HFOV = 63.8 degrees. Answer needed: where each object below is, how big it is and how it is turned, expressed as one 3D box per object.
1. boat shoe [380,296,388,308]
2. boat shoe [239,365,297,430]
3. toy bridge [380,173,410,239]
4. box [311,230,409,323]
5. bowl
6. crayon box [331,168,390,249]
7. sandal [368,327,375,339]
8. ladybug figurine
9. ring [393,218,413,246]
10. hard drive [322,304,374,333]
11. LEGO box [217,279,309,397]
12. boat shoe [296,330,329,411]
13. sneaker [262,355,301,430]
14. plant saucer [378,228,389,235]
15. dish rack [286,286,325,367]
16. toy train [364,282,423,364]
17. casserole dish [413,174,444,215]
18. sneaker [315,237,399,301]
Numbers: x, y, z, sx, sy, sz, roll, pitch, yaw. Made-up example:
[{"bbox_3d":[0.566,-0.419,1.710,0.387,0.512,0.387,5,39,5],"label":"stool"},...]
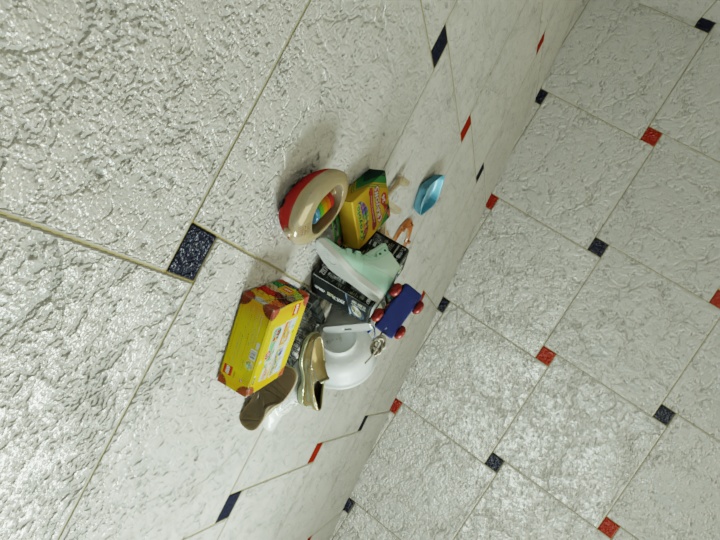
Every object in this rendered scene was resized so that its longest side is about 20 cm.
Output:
[{"bbox_3d":[0.066,0.041,1.703,0.201,0.064,0.074,87,18,-47],"label":"boat shoe"},{"bbox_3d":[-0.208,0.288,1.348,0.201,0.072,0.065,-52,175,21],"label":"boat shoe"},{"bbox_3d":[0.086,-0.179,1.619,0.067,0.027,0.202,28,73,-41],"label":"toy bridge"},{"bbox_3d":[0.000,0.000,1.423,0.201,0.163,0.086,-55,168,-30],"label":"box"},{"bbox_3d":[-0.055,0.195,1.491,0.202,0.200,0.091,-52,157,-34],"label":"bowl"},{"bbox_3d":[0.002,-0.141,1.374,0.200,0.050,0.128,-48,140,-43],"label":"crayon box"},{"bbox_3d":[0.001,0.154,1.692,0.200,0.079,0.088,-107,177,-73],"label":"sandal"},{"bbox_3d":[-0.095,-0.129,1.118,0.200,0.071,0.137,-48,157,-45],"label":"ladybug figurine"},{"bbox_3d":[0.136,-0.082,1.977,0.201,0.019,0.201,-56,162,-29],"label":"ring"},{"bbox_3d":[-0.010,0.079,1.496,0.201,0.130,0.026,-70,145,-47],"label":"hard drive"},{"bbox_3d":[-0.197,0.135,1.182,0.149,0.077,0.202,-22,135,-66],"label":"LEGO box"},{"bbox_3d":[-0.104,0.245,1.393,0.071,0.076,0.202,-22,124,-45],"label":"boat shoe"},{"bbox_3d":[-0.188,0.319,1.460,0.202,0.086,0.074,-65,164,6],"label":"sneaker"},{"bbox_3d":[0.022,-0.032,1.674,0.201,0.037,0.201,-54,160,-31],"label":"plant saucer"},{"bbox_3d":[-0.156,0.155,1.382,0.201,0.054,0.154,-56,160,-19],"label":"dish rack"},{"bbox_3d":[0.053,0.119,1.345,0.201,0.084,0.116,-53,-167,-3],"label":"toy train"},{"bbox_3d":[0.232,-0.263,1.971,0.200,0.039,0.122,-39,150,-53],"label":"casserole dish"},{"bbox_3d":[-0.003,-0.033,1.333,0.119,0.200,0.074,-53,-176,-23],"label":"sneaker"}]
